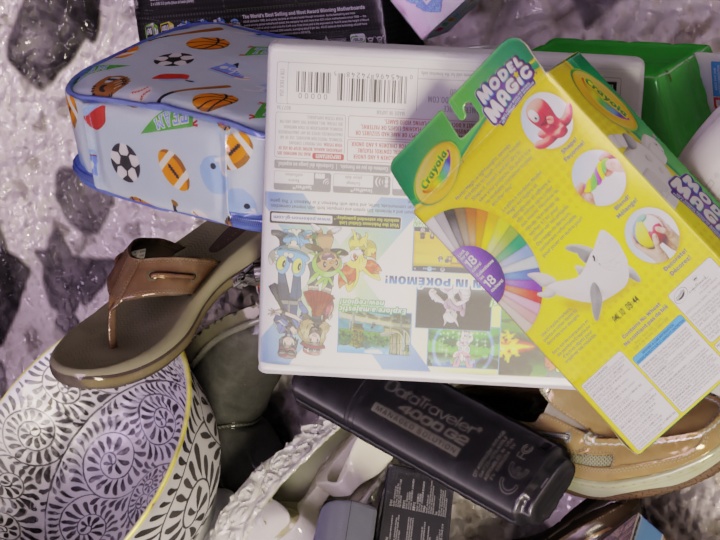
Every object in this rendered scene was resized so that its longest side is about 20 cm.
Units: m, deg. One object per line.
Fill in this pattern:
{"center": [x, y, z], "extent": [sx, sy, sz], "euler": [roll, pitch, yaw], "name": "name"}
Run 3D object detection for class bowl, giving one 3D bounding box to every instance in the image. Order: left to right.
{"center": [-0.153, 0.138, 1.650], "extent": [0.200, 0.094, 0.201], "euler": [-27, 44, 29], "name": "bowl"}

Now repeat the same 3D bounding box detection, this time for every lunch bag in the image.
{"center": [-0.060, -0.086, 1.522], "extent": [0.200, 0.160, 0.076], "euler": [17, 121, 37], "name": "lunch bag"}

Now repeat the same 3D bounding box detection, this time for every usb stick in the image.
{"center": [0.039, 0.090, 1.533], "extent": [0.200, 0.033, 0.056], "euler": [27, 74, 39], "name": "usb stick"}

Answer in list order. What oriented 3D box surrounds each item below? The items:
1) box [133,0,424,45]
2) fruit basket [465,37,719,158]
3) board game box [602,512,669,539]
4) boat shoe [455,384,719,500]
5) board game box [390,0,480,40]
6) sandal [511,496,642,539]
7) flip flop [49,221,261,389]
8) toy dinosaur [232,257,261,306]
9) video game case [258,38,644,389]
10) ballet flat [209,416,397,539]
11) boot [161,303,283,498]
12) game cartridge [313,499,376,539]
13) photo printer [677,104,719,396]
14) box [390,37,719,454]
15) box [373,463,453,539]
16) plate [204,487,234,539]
{"center": [-0.062, -0.219, 1.608], "extent": [0.200, 0.047, 0.194], "euler": [-1, 99, 37], "name": "box"}
{"center": [0.151, -0.032, 1.484], "extent": [0.185, 0.094, 0.201], "euler": [6, 121, 37], "name": "fruit basket"}
{"center": [0.166, 0.266, 1.473], "extent": [0.200, 0.097, 0.159], "euler": [42, 122, -9], "name": "board game box"}
{"center": [0.128, 0.085, 1.510], "extent": [0.200, 0.072, 0.076], "euler": [-9, 113, 42], "name": "boat shoe"}
{"center": [0.048, -0.269, 1.477], "extent": [0.199, 0.043, 0.200], "euler": [-40, 84, 26], "name": "board game box"}
{"center": [0.107, 0.188, 1.558], "extent": [0.055, 0.082, 0.200], "euler": [48, 132, -3], "name": "sandal"}
{"center": [-0.117, 0.000, 1.615], "extent": [0.081, 0.200, 0.058], "euler": [23, 147, 48], "name": "flip flop"}
{"center": [0.000, 0.000, 1.530], "extent": [0.200, 0.135, 0.103], "euler": [-146, 53, -68], "name": "toy dinosaur"}
{"center": [0.047, -0.029, 1.411], "extent": [0.199, 0.022, 0.183], "euler": [3, 104, 2], "name": "video game case"}
{"center": [-0.025, 0.132, 1.604], "extent": [0.072, 0.072, 0.200], "euler": [40, 93, 22], "name": "ballet flat"}
{"center": [-0.051, 0.131, 1.675], "extent": [0.182, 0.072, 0.200], "euler": [-42, 68, 51], "name": "boot"}
{"center": [-0.027, 0.238, 1.556], "extent": [0.040, 0.134, 0.200], "euler": [14, 128, 1], "name": "game cartridge"}
{"center": [0.245, 0.004, 1.368], "extent": [0.199, 0.069, 0.167], "euler": [24, 117, 1], "name": "photo printer"}
{"center": [0.116, -0.018, 1.342], "extent": [0.200, 0.048, 0.117], "euler": [47, 123, 4], "name": "box"}
{"center": [0.014, 0.239, 1.546], "extent": [0.049, 0.200, 0.162], "euler": [13, 127, -3], "name": "box"}
{"center": [-0.128, 0.238, 1.751], "extent": [0.200, 0.032, 0.200], "euler": [0, 108, 51], "name": "plate"}
